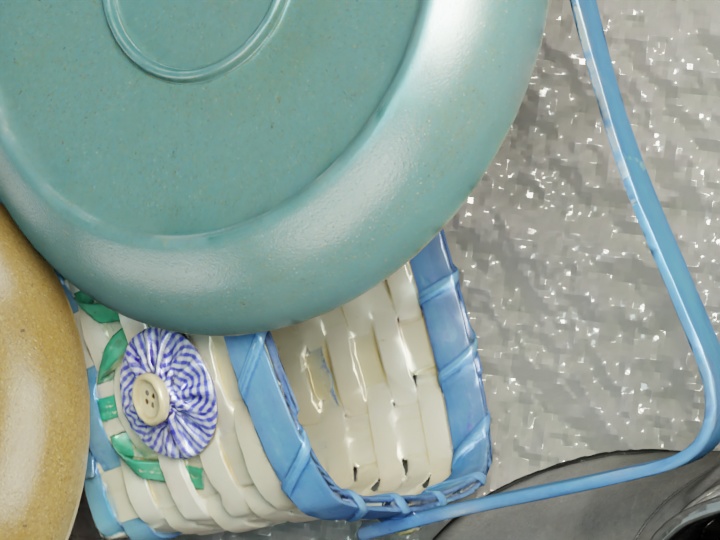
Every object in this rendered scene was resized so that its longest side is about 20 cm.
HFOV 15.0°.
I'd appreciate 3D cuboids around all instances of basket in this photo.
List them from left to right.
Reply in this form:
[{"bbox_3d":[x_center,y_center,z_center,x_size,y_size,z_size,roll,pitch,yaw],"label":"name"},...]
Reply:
[{"bbox_3d":[0.000,0.000,0.832,0.200,0.139,0.177,-22,82,22],"label":"basket"}]

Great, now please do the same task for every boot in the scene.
[{"bbox_3d":[0.095,0.083,0.807,0.200,0.132,0.070,-18,85,14],"label":"boot"}]

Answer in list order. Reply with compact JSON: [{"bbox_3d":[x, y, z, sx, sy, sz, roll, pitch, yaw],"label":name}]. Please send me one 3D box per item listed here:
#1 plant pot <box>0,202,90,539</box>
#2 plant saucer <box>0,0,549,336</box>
[{"bbox_3d":[-0.179,0.047,0.804,0.199,0.027,0.201,-3,72,8],"label":"plant pot"},{"bbox_3d":[-0.040,-0.082,0.767,0.200,0.027,0.201,-5,81,31],"label":"plant saucer"}]
